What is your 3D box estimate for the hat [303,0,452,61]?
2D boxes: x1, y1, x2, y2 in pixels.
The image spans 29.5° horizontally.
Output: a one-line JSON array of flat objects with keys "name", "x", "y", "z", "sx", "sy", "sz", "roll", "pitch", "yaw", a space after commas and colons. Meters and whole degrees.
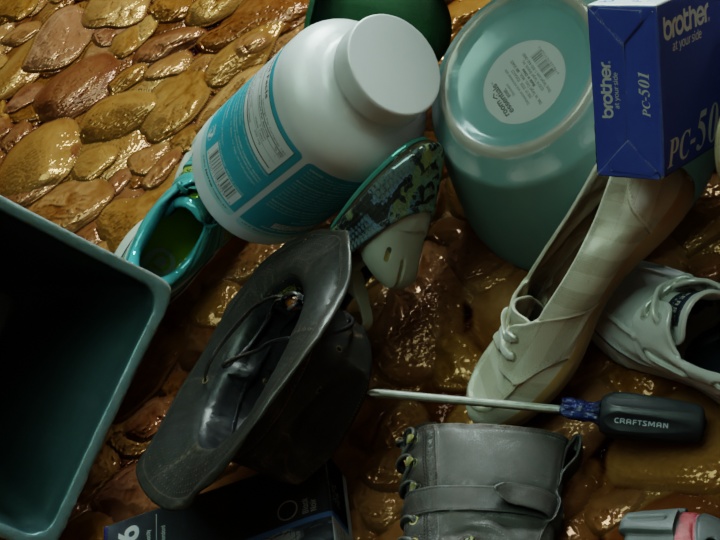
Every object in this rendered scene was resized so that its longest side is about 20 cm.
[{"name": "hat", "x": 0.064, "y": -0.176, "z": 1.025, "sx": 0.175, "sy": 0.200, "sz": 0.167, "roll": 20, "pitch": 106, "yaw": 13}]

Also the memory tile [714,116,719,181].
[{"name": "memory tile", "x": 0.252, "y": -0.099, "z": 0.808, "sx": 0.017, "sy": 0.154, "sz": 0.201, "roll": 6, "pitch": 58, "yaw": 34}]

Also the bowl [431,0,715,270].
[{"name": "bowl", "x": 0.126, "y": -0.109, "z": 0.888, "sx": 0.200, "sy": 0.105, "sz": 0.202, "roll": -14, "pitch": 63, "yaw": 30}]

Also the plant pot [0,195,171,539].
[{"name": "plant pot", "x": -0.285, "y": 0.050, "z": 0.949, "sx": 0.200, "sy": 0.196, "sz": 0.197, "roll": 8, "pitch": 71, "yaw": 61}]

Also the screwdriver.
[{"name": "screwdriver", "x": 0.100, "y": 0.077, "z": 0.796, "sx": 0.198, "sy": 0.029, "sz": 0.028, "roll": 8, "pitch": 40, "yaw": 10}]

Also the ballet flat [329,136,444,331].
[{"name": "ballet flat", "x": 0.000, "y": 0.000, "z": 0.900, "sx": 0.200, "sy": 0.074, "sz": 0.075, "roll": -46, "pitch": 35, "yaw": 31}]

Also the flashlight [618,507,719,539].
[{"name": "flashlight", "x": 0.229, "y": 0.148, "z": 0.670, "sx": 0.199, "sy": 0.068, "sz": 0.068, "roll": -7, "pitch": 46, "yaw": 26}]

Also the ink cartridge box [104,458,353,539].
[{"name": "ink cartridge box", "x": -0.100, "y": 0.190, "z": 0.845, "sx": 0.199, "sy": 0.039, "sz": 0.100, "roll": -22, "pitch": 45, "yaw": 12}]

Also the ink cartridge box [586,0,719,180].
[{"name": "ink cartridge box", "x": 0.199, "y": -0.126, "z": 0.790, "sx": 0.044, "sy": 0.095, "sz": 0.200, "roll": 9, "pitch": 24, "yaw": 37}]

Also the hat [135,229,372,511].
[{"name": "hat", "x": -0.046, "y": 0.073, "z": 0.830, "sx": 0.200, "sy": 0.081, "sz": 0.201, "roll": -43, "pitch": 22, "yaw": 22}]

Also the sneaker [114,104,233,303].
[{"name": "sneaker", "x": -0.113, "y": -0.052, "z": 1.026, "sx": 0.201, "sy": 0.077, "sz": 0.080, "roll": -57, "pitch": 6, "yaw": -14}]

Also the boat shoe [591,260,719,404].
[{"name": "boat shoe", "x": 0.198, "y": 0.032, "z": 0.792, "sx": 0.074, "sy": 0.065, "sz": 0.199, "roll": -47, "pitch": 45, "yaw": -14}]

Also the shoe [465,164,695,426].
[{"name": "shoe", "x": 0.118, "y": 0.010, "z": 0.819, "sx": 0.201, "sy": 0.053, "sz": 0.070, "roll": -55, "pitch": 25, "yaw": 14}]

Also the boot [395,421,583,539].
[{"name": "boot", "x": 0.032, "y": 0.164, "z": 0.766, "sx": 0.198, "sy": 0.070, "sz": 0.175, "roll": -3, "pitch": 48, "yaw": 3}]

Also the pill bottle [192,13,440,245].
[{"name": "pill bottle", "x": -0.028, "y": -0.098, "z": 0.927, "sx": 0.200, "sy": 0.110, "sz": 0.111, "roll": -30, "pitch": 31, "yaw": 54}]
